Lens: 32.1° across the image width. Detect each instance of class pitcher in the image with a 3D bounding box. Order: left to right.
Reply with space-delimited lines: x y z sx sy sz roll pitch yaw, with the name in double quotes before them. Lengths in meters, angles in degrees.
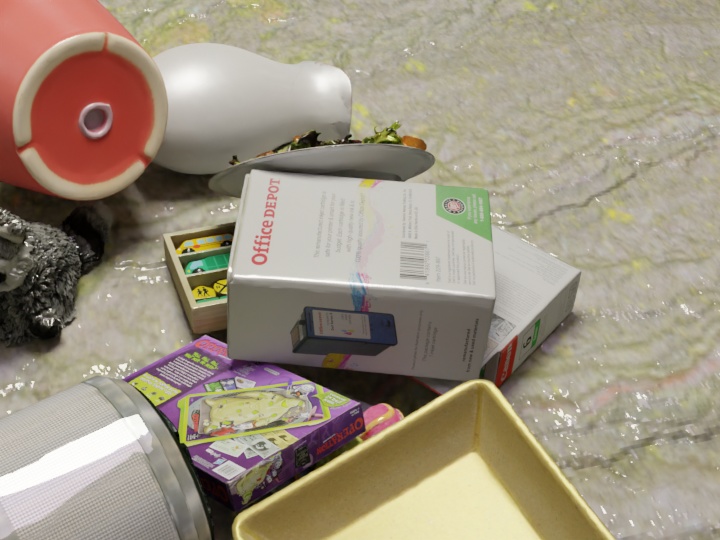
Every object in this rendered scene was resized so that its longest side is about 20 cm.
"pitcher" -0.132 -0.165 1.224 0.198 0.123 0.171 -9 21 -30

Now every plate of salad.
"plate of salad" -0.034 -0.093 1.084 0.197 0.200 0.049 -5 83 -11

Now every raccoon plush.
"raccoon plush" -0.278 -0.038 1.033 0.095 0.135 0.201 7 41 5

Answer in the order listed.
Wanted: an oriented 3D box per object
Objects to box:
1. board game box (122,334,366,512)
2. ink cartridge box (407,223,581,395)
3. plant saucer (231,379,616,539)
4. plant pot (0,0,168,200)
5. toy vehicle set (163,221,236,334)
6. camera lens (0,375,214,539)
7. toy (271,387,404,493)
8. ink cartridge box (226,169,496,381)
"board game box" -0.103 0.105 0.915 0.119 0.033 0.199 -31 30 -30
"ink cartridge box" 0.087 0.043 1.043 0.108 0.051 0.200 28 47 25
"plant saucer" 0.048 0.190 0.771 0.198 0.049 0.200 -29 50 -10
"plant pot" -0.268 -0.154 1.091 0.199 0.203 0.177 -24 33 -29
"toy vehicle set" -0.063 -0.007 1.086 0.197 0.027 0.125 -10 34 -17
"camera lens" -0.202 0.170 0.784 0.198 0.161 0.160 -24 48 -29
"toy" 0.008 0.130 0.902 0.198 0.048 0.115 20 41 37
"ink cartridge box" 0.000 0.000 0.975 0.197 0.088 0.146 6 38 -2
